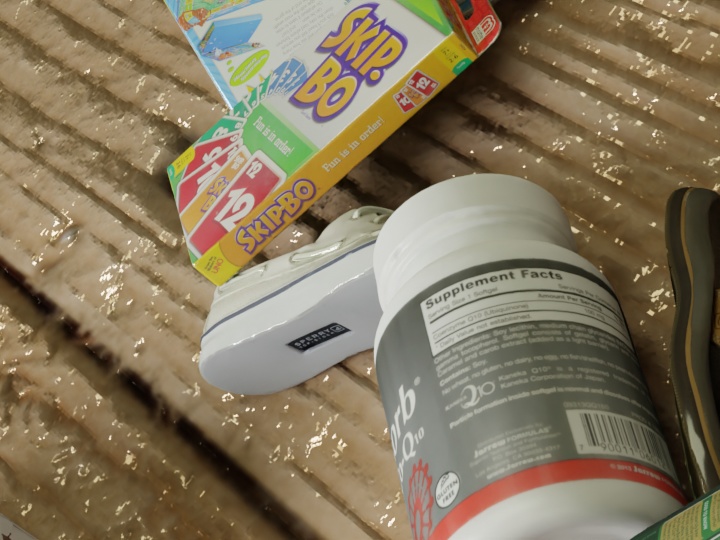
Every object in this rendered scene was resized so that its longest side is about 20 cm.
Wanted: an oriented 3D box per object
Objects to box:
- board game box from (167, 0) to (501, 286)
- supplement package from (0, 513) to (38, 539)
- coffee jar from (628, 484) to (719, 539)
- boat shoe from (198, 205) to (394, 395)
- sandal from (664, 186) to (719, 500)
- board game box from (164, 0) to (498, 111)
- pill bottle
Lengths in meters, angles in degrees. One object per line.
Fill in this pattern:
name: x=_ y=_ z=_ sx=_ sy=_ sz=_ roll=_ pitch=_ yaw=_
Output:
board game box: x=-0.016 y=-0.086 z=1.150 sx=0.200 sy=0.030 sz=0.096 roll=-39 pitch=35 yaw=13
supplement package: x=-0.231 y=0.204 z=1.135 sx=0.200 sy=0.114 sz=0.110 roll=-12 pitch=52 yaw=37
coffee jar: x=0.179 y=0.101 z=0.807 sx=0.200 sy=0.104 sz=0.085 roll=-42 pitch=27 yaw=31
boat shoe: x=0.000 y=0.000 z=1.115 sx=0.200 sy=0.071 sz=0.070 roll=-25 pitch=49 yaw=36
sandal: x=0.162 y=0.046 z=0.942 sx=0.054 sy=0.082 sz=0.200 roll=-6 pitch=47 yaw=13
board game box: x=-0.007 y=-0.173 z=1.202 sx=0.200 sy=0.034 sz=0.135 roll=-32 pitch=86 yaw=15
pill bottle: x=0.068 y=0.060 z=0.970 sx=0.116 sy=0.116 sz=0.200 roll=-33 pitch=43 yaw=20
